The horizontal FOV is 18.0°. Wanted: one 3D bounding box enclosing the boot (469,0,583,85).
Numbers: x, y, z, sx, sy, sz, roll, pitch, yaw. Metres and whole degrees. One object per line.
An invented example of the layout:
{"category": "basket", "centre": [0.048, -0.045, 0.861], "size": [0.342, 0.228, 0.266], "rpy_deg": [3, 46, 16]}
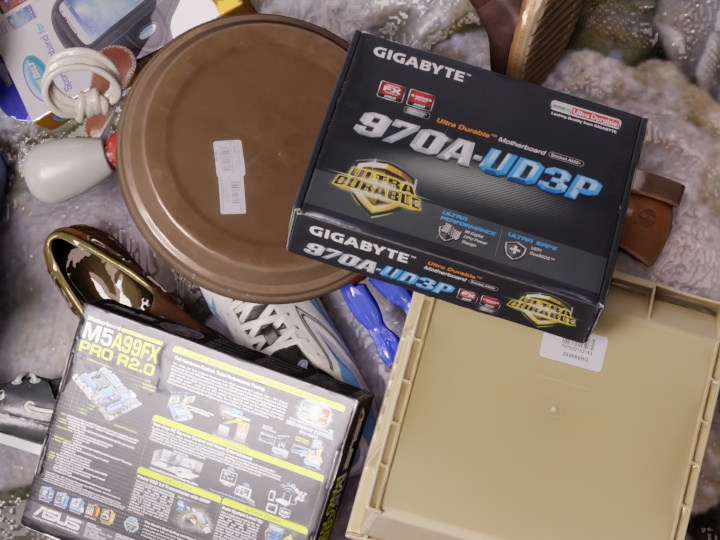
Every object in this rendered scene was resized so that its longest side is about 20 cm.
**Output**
{"category": "boot", "centre": [0.068, -0.225, 1.524], "size": [0.166, 0.072, 0.200], "rpy_deg": [28, 135, 26]}

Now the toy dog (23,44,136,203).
{"category": "toy dog", "centre": [-0.136, -0.116, 1.572], "size": [0.200, 0.096, 0.132], "rpy_deg": [-3, 124, -15]}

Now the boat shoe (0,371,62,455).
{"category": "boat shoe", "centre": [-0.216, 0.103, 1.586], "size": [0.200, 0.076, 0.060], "rpy_deg": [22, 90, 3]}

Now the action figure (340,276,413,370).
{"category": "action figure", "centre": [0.000, 0.000, 1.553], "size": [0.065, 0.099, 0.200], "rpy_deg": [-37, 99, 4]}

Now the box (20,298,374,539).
{"category": "box", "centre": [-0.109, 0.125, 1.502], "size": [0.200, 0.044, 0.160], "rpy_deg": [18, 97, 12]}

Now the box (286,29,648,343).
{"category": "box", "centre": [0.069, -0.054, 1.430], "size": [0.200, 0.046, 0.159], "rpy_deg": [18, 54, 1]}

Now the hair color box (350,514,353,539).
{"category": "hair color box", "centre": [0.050, 0.259, 1.507], "size": [0.101, 0.061, 0.200], "rpy_deg": [-3, 82, 13]}

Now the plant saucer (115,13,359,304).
{"category": "plant saucer", "centre": [-0.060, -0.077, 1.484], "size": [0.200, 0.029, 0.200], "rpy_deg": [3, 75, -11]}

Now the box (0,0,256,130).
{"category": "box", "centre": [-0.189, -0.189, 1.625], "size": [0.200, 0.041, 0.119], "rpy_deg": [-29, 78, 7]}

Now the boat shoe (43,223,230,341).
{"category": "boat shoe", "centre": [-0.148, 0.048, 1.574], "size": [0.200, 0.068, 0.072], "rpy_deg": [41, 92, 13]}

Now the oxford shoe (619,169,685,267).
{"category": "oxford shoe", "centre": [0.111, -0.050, 1.523], "size": [0.200, 0.071, 0.071], "rpy_deg": [16, 92, 13]}

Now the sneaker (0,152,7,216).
{"category": "sneaker", "centre": [-0.277, -0.003, 1.579], "size": [0.084, 0.075, 0.200], "rpy_deg": [-3, 61, 42]}

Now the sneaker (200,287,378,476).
{"category": "sneaker", "centre": [-0.051, 0.051, 1.548], "size": [0.072, 0.072, 0.200], "rpy_deg": [-35, 77, 4]}

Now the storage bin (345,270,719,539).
{"category": "storage bin", "centre": [0.116, 0.096, 1.451], "size": [0.200, 0.094, 0.199], "rpy_deg": [16, 74, -1]}
